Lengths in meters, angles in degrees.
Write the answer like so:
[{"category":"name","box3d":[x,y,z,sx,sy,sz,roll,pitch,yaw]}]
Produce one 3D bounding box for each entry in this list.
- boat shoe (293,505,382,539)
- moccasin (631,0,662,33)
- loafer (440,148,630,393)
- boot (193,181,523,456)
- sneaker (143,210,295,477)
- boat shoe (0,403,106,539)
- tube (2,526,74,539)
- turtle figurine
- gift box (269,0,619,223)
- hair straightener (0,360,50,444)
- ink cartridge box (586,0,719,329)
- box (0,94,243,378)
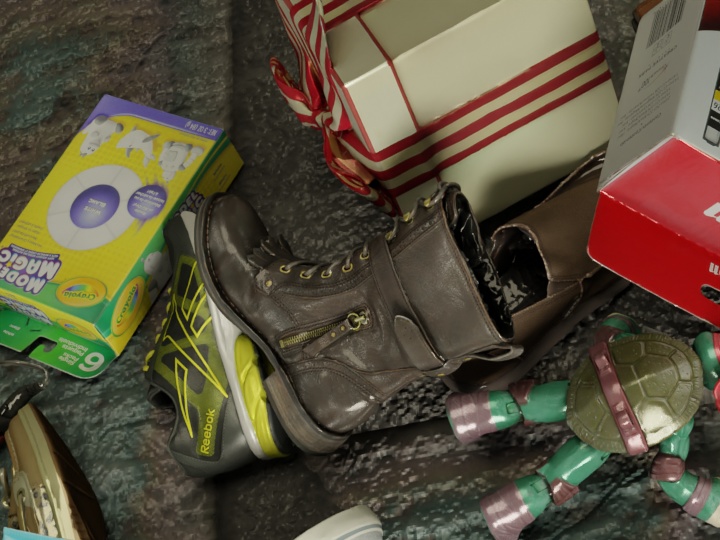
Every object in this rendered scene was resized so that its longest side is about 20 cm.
[{"category":"boat shoe","box3d":[-0.050,0.225,1.005,0.201,0.070,0.072,-44,66,-7]},{"category":"moccasin","box3d":[0.239,-0.107,1.117,0.078,0.074,0.202,-24,45,13]},{"category":"loafer","box3d":[0.122,-0.007,1.084,0.073,0.071,0.200,30,69,30]},{"category":"boot","box3d":[0.000,0.000,1.055,0.174,0.069,0.200,-38,72,31]},{"category":"sneaker","box3d":[-0.109,0.046,1.134,0.084,0.075,0.200,-24,53,4]},{"category":"boat shoe","box3d":[-0.194,0.172,1.081,0.063,0.073,0.200,-26,54,1]},{"category":"tube","box3d":[-0.194,0.254,1.008,0.077,0.050,0.201,8,77,11]},{"category":"turtle figurine","box3d":[0.156,0.080,1.007,0.200,0.101,0.150,-22,53,12]},{"category":"gift box","box3d":[0.038,-0.149,1.129,0.186,0.200,0.185,-30,39,-2]},{"category":"hair straightener","box3d":[-0.281,0.132,1.137,0.041,0.077,0.200,33,73,35]},{"category":"ink cartridge box","box3d":[0.246,-0.051,0.997,0.200,0.084,0.176,26,61,-14]},{"category":"box","box3d":[-0.184,-0.025,1.227,0.117,0.048,0.200,18,67,29]}]
